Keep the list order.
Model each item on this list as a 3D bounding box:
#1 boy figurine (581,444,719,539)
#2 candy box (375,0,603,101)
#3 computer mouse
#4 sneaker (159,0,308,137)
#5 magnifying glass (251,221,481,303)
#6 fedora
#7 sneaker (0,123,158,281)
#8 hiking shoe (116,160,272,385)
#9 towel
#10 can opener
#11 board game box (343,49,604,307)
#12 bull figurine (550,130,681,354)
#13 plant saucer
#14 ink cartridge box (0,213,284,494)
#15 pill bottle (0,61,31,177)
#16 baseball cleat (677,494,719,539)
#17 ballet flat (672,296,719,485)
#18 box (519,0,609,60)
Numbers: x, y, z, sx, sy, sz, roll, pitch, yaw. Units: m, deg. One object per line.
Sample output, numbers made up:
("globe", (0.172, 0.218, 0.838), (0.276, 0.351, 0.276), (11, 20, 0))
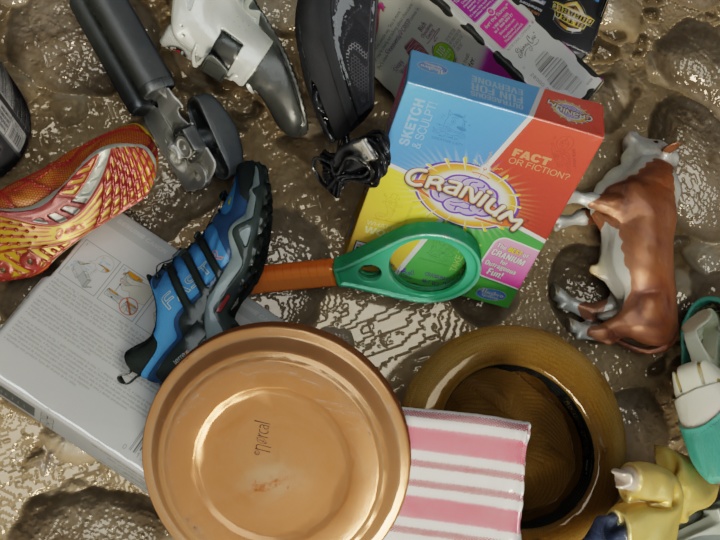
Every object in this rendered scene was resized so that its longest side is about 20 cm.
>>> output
("boy figurine", (0.204, 0.191, 0.765), (0.200, 0.064, 0.125), (-31, 127, -35))
("candy box", (0.083, -0.176, 0.834), (0.200, 0.136, 0.061), (42, 63, -2))
("computer mouse", (-0.021, -0.162, 0.782), (0.052, 0.138, 0.201), (0, 88, -18))
("sneaker", (-0.116, -0.189, 0.838), (0.088, 0.074, 0.201), (-31, 97, -6))
("magnifying glass", (0.000, 0.000, 0.827), (0.199, 0.080, 0.022), (-4, 45, 11))
("fedora", (0.118, 0.142, 0.829), (0.199, 0.082, 0.202), (1, 87, -13))
("sneaker", (-0.249, -0.051, 0.816), (0.199, 0.077, 0.073), (-24, 116, 3))
("hiking shoe", (-0.124, -0.001, 0.790), (0.086, 0.074, 0.201), (13, 71, 3))
("towel", (0.051, 0.200, 0.767), (0.145, 0.030, 0.201), (5, 101, 13))
("can opener", (-0.169, -0.160, 0.852), (0.067, 0.053, 0.201), (-27, 86, -43))
("board game box", (0.082, -0.064, 0.797), (0.152, 0.200, 0.040), (14, 47, -5))
("bull figurine", (0.227, -0.027, 0.875), (0.121, 0.065, 0.201), (-3, 82, -6))
("plant saucer", (-0.062, 0.138, 0.736), (0.199, 0.032, 0.202), (0, 98, 3))
("ink cartridge box", (-0.177, 0.068, 0.817), (0.199, 0.044, 0.174), (34, 58, -2))
("pill bottle", (-0.314, -0.133, 0.742), (0.106, 0.200, 0.107), (1, 82, -7))
("baseball cleat", (0.256, 0.261, 0.840), (0.199, 0.070, 0.107), (-22, 93, -7))
("ballet flat", (0.283, 0.088, 0.822), (0.070, 0.067, 0.200), (45, 35, -12))
("box", (0.144, -0.313, 0.908), (0.199, 0.050, 0.199), (22, 81, -5))
